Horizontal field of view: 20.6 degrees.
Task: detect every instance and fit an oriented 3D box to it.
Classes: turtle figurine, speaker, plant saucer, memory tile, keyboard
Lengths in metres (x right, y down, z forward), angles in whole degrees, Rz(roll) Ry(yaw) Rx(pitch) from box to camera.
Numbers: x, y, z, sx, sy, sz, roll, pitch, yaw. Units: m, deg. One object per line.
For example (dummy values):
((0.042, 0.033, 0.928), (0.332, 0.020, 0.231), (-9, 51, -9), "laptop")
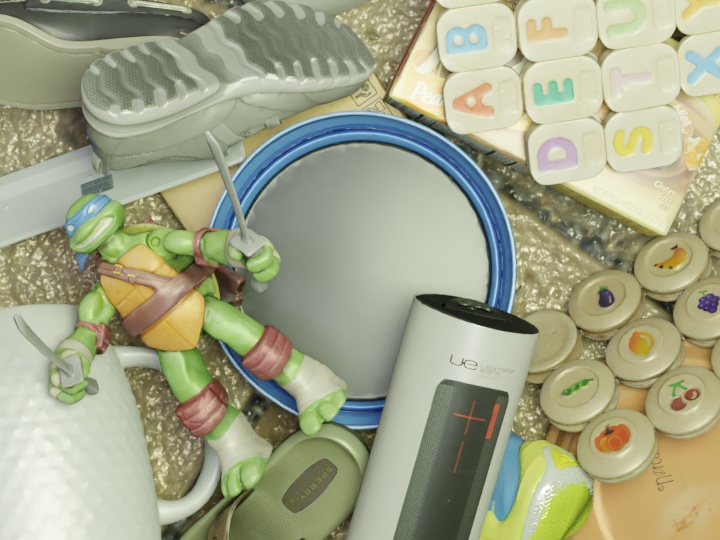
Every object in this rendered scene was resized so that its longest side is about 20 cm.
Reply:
((-0.105, 0.043, 1.168), (0.194, 0.200, 0.144), (47, 69, -14), "turtle figurine")
((0.045, 0.117, 1.208), (0.081, 0.081, 0.201), (16, 99, 3), "speaker")
((0.205, 0.139, 1.245), (0.200, 0.032, 0.201), (-2, 85, 24), "plant saucer")
((0.199, 0.037, 1.243), (0.200, 0.017, 0.153), (-32, 43, 0), "memory tile")
((-0.172, -0.059, 1.292), (0.199, 0.011, 0.056), (-19, 55, 6), "keyboard")

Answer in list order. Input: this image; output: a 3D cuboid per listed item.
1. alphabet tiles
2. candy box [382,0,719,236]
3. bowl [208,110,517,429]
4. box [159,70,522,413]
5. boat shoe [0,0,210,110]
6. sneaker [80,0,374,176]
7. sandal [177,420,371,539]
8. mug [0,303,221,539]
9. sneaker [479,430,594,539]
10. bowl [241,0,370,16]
((0.143, -0.152, 1.203), (0.195, 0.015, 0.201), (-8, 112, -3), "alphabet tiles")
((0.128, -0.116, 1.271), (0.200, 0.055, 0.116), (27, 88, -3), "candy box")
((0.000, 0.000, 1.266), (0.200, 0.039, 0.201), (0, 88, 4), "bowl")
((-0.016, -0.025, 1.299), (0.163, 0.021, 0.200), (-35, 88, 1), "box")
((-0.191, -0.150, 1.303), (0.199, 0.073, 0.063), (6, 45, 8), "boat shoe")
((-0.087, -0.112, 1.249), (0.199, 0.082, 0.075), (-14, 57, -25), "sneaker")
((-0.068, 0.177, 1.255), (0.080, 0.057, 0.201), (34, 112, -6), "sandal")
((-0.182, 0.113, 1.249), (0.199, 0.148, 0.176), (-6, 81, -19), "mug")
((0.080, 0.188, 1.274), (0.105, 0.076, 0.200), (40, 115, 43), "sneaker")
((-0.020, -0.277, 1.283), (0.200, 0.075, 0.200), (-27, 88, 0), "bowl")
